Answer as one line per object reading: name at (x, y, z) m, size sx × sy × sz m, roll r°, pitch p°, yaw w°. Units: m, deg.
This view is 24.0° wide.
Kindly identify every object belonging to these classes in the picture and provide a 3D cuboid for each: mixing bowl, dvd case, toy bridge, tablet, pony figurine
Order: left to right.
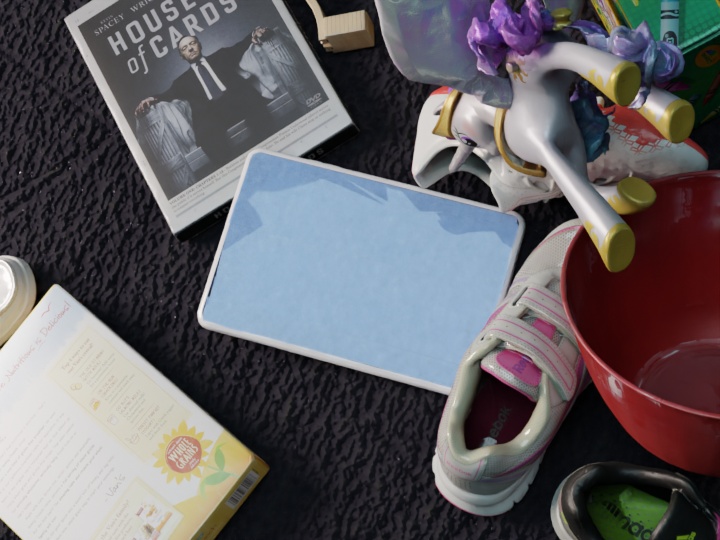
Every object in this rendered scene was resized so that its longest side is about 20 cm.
dvd case at (-0.109, -0.141, 1.210) m, size 0.150 × 0.025 × 0.201 m, roll -31°, pitch 68°, yaw 4°
toy bridge at (-0.029, -0.252, 1.222) m, size 0.067 × 0.027 × 0.202 m, roll -9°, pitch 70°, yaw 14°
tablet at (0.000, 0.000, 1.130) m, size 0.198 × 0.014 × 0.131 m, roll 15°, pitch 78°, yaw 11°
pony figurine at (0.101, -0.118, 0.989) m, size 0.165 × 0.195 × 0.200 m, roll -20°, pitch 34°, yaw -28°
mixing bowl at (0.214, 0.047, 0.997) m, size 0.198 × 0.109 × 0.201 m, roll -2°, pitch 44°, yaw 2°

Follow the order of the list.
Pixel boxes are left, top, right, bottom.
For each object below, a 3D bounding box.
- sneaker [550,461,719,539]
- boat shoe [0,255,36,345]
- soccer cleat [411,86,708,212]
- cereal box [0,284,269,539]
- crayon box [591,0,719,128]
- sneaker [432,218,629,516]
sneaker at (0.198, 0.167, 0.992) m, size 0.199 × 0.087 × 0.074 m, roll 25°, pitch 80°, yaw 21°
boat shoe at (-0.325, 0.040, 1.187) m, size 0.198 × 0.069 × 0.071 m, roll -24°, pitch 66°, yaw 6°
soccer cleat at (0.125, -0.072, 1.099) m, size 0.198 × 0.069 × 0.086 m, roll 15°, pitch 71°, yaw 24°
cereal box at (-0.178, 0.124, 1.137) m, size 0.200 × 0.040 × 0.144 m, roll 38°, pitch 86°, yaw 23°
crayon box at (0.175, -0.199, 1.099) m, size 0.058 × 0.119 × 0.201 m, roll -26°, pitch 67°, yaw 6°
sneaker at (0.109, 0.056, 1.047) m, size 0.081 × 0.088 × 0.201 m, roll 24°, pitch 81°, yaw 12°
